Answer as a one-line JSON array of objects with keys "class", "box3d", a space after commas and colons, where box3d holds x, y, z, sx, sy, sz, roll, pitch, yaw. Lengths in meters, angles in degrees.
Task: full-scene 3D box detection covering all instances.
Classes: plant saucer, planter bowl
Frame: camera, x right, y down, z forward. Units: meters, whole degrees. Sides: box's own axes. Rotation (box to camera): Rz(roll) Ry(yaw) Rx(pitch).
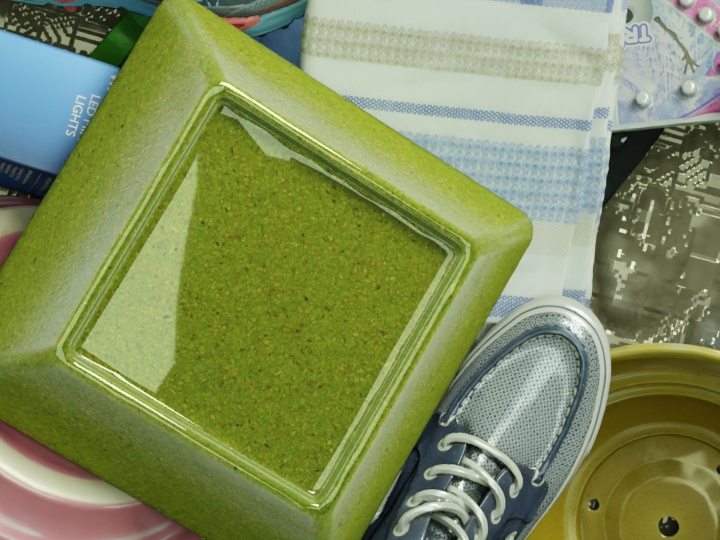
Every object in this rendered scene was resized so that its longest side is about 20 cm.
[{"class": "plant saucer", "box3d": [-0.044, 0.012, 1.240, 0.200, 0.048, 0.200, 32, 82, -13]}, {"class": "planter bowl", "box3d": [0.145, 0.128, 1.363, 0.200, 0.083, 0.200, 1, 96, 9]}, {"class": "plant saucer", "box3d": [-0.139, 0.047, 1.290, 0.200, 0.051, 0.201, 18, 52, -25]}]

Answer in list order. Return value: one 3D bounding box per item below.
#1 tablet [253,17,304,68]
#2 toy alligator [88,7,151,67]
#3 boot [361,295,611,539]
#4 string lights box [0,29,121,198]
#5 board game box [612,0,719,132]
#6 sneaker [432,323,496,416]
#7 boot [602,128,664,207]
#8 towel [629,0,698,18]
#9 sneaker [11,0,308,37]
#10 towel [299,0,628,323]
[{"class": "tablet", "box3d": [0.037, -0.166, 1.331, 0.130, 0.014, 0.200, 29, 92, 18]}, {"class": "toy alligator", "box3d": [-0.063, -0.166, 1.356, 0.059, 0.054, 0.200, 42, 83, -7]}, {"class": "boot", "box3d": [0.048, 0.106, 1.286, 0.073, 0.090, 0.200, 29, 100, 3]}, {"class": "string lights box", "box3d": [-0.149, -0.067, 1.316, 0.200, 0.103, 0.059, 17, 83, -10]}, {"class": "board game box", "box3d": [0.106, -0.163, 1.332, 0.200, 0.026, 0.200, -5, 80, 15]}, {"class": "sneaker", "box3d": [0.000, 0.000, 1.359, 0.087, 0.075, 0.200, -32, 94, -4]}, {"class": "boot", "box3d": [0.088, -0.121, 1.383, 0.165, 0.066, 0.200, 43, 88, -5]}, {"class": "towel", "box3d": [0.236, -0.141, 1.363, 0.200, 0.034, 0.133, 25, 87, -13]}, {"class": "sneaker", "box3d": [-0.098, -0.154, 1.280, 0.200, 0.096, 0.079, 2, 74, 10]}, {"class": "towel", "box3d": [0.042, -0.070, 1.291, 0.147, 0.024, 0.200, 4, 111, -4]}]
